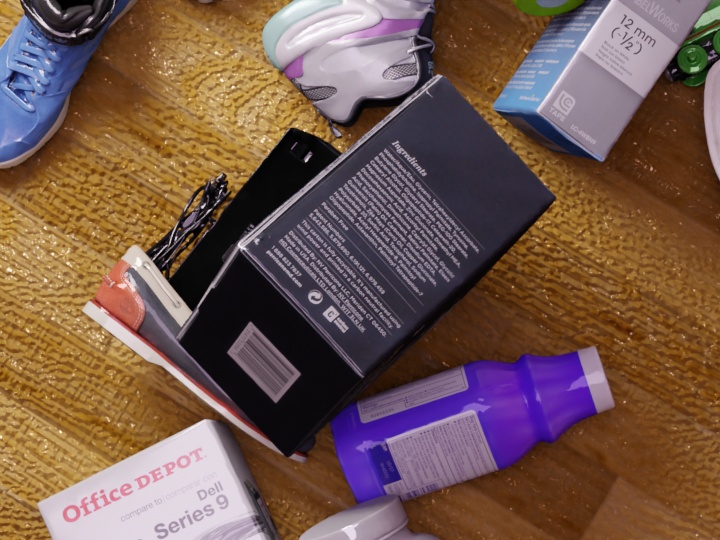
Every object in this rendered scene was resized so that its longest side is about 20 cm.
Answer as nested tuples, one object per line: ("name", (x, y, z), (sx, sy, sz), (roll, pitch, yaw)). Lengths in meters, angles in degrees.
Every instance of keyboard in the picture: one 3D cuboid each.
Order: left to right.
("keyboard", (-0.093, -0.022, 1.683), (0.104, 0.040, 0.200), (39, 89, -15))

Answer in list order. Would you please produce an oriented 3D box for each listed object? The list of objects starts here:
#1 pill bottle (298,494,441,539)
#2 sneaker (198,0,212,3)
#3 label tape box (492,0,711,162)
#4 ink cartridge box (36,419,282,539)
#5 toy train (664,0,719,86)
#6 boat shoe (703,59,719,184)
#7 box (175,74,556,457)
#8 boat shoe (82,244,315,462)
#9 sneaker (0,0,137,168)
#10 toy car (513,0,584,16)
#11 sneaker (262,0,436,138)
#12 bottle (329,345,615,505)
("pill bottle", (0.032, 0.263, 1.580), (0.112, 0.112, 0.201), (-23, 93, 4))
("sneaker", (-0.072, -0.287, 1.669), (0.078, 0.090, 0.200), (37, 89, 8))
("label tape box", (0.186, -0.177, 1.598), (0.066, 0.143, 0.200), (36, 89, -10))
("ink cartridge box", (-0.125, 0.226, 1.630), (0.145, 0.084, 0.201), (-26, 82, 3))
("toy train", (0.306, -0.198, 1.646), (0.199, 0.042, 0.057), (-25, 73, 3))
("boat shoe", (0.296, -0.056, 1.622), (0.072, 0.060, 0.203), (-21, 83, 2))
("box", (0.000, 0.000, 1.544), (0.124, 0.200, 0.197), (45, 65, 3))
("boat shoe", (-0.106, 0.064, 1.637), (0.200, 0.071, 0.063), (38, 83, -7))
("sneaker", (-0.234, -0.169, 1.665), (0.077, 0.111, 0.200), (38, 90, 8))
("toy car", (0.054, -0.274, 1.568), (0.199, 0.158, 0.165), (-4, 69, 1))
("sneaker", (0.042, -0.175, 1.660), (0.200, 0.078, 0.140), (-37, 87, 6))
("bottle", (0.081, 0.107, 1.619), (0.199, 0.084, 0.065), (-19, 44, 5))
